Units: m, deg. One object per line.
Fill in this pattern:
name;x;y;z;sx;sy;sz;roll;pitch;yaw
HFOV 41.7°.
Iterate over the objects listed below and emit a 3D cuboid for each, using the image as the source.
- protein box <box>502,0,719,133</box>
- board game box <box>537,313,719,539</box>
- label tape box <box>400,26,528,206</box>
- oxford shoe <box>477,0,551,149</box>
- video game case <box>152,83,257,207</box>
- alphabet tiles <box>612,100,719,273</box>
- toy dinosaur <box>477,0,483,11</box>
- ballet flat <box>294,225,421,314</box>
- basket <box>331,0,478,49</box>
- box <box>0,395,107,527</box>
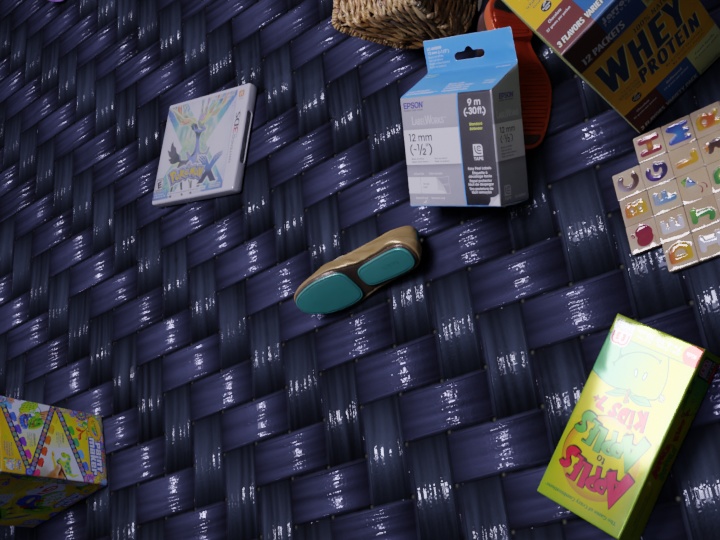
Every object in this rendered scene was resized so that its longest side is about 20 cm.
protein box;0.257;-0.291;1.027;0.135;0.199;0.199;-46;50;17
board game box;0.269;0.157;0.951;0.101;0.047;0.201;25;90;42
label tape box;0.120;-0.179;1.130;0.143;0.066;0.202;5;107;45
oxford shoe;0.186;-0.237;1.173;0.073;0.071;0.202;137;130;-64
video game case;-0.257;-0.202;1.548;0.199;0.022;0.184;-6;70;39
alphabet tiles;0.367;-0.095;0.992;0.199;0.006;0.168;-24;60;32
toy dinosaur;0.197;-0.421;1.227;0.102;0.077;0.201;24;95;54
ballet flat;0.000;0.000;1.240;0.199;0.069;0.063;-24;32;29
basket;0.068;-0.400;1.268;0.148;0.142;0.202;-4;73;41
box;-0.538;0.306;1.477;0.199;0.192;0.123;-31;56;27
